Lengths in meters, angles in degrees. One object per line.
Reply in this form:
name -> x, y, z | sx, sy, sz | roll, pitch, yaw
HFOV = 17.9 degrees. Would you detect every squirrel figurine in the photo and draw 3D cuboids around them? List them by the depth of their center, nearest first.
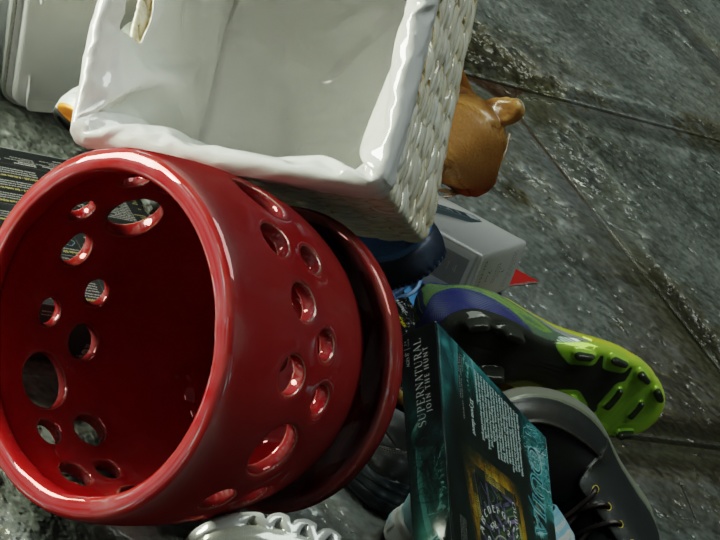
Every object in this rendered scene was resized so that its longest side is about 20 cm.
squirrel figurine -> 0.035, -0.145, 1.696 | 0.187, 0.141, 0.201 | 52, -15, 45

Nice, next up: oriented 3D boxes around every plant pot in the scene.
plant pot -> -0.089, 0.040, 1.272 | 0.182, 0.201, 0.201 | 6, 36, -52

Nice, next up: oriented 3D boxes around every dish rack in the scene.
dish rack -> -0.160, -0.160, 1.534 | 0.170, 0.200, 0.044 | 3, 60, -12

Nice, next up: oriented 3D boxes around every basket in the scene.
basket -> -0.038, -0.135, 1.353 | 0.198, 0.200, 0.161 | 10, -10, 17

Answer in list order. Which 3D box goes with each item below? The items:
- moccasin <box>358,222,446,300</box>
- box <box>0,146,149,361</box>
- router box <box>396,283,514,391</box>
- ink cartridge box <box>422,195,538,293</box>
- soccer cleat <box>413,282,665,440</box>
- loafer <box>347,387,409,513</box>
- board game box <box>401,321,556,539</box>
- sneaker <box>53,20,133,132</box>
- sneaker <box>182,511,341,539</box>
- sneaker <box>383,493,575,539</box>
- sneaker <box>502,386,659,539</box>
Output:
moccasin -> 0.000, 0.000, 1.486 | 0.080, 0.200, 0.069 | -36, 106, -24
box -> -0.205, -0.013, 1.403 | 0.199, 0.044, 0.161 | 9, 35, -42
router box -> 0.074, 0.080, 1.563 | 0.148, 0.051, 0.200 | 13, 31, -38
ink cartridge box -> 0.029, -0.046, 1.674 | 0.199, 0.045, 0.176 | 29, 16, 18
soccer cleat -> 0.122, 0.054, 1.530 | 0.199, 0.065, 0.084 | 21, 19, -29
loafer -> -0.018, 0.063, 1.461 | 0.200, 0.073, 0.073 | 42, 28, 19
board game box -> 0.071, 0.145, 1.282 | 0.135, 0.028, 0.201 | 47, 30, -40
sneaker -> -0.114, -0.090, 1.528 | 0.075, 0.092, 0.200 | 28, -9, 37
sneaker -> -0.012, 0.200, 1.238 | 0.199, 0.075, 0.081 | 29, 34, -9
sneaker -> 0.110, 0.190, 1.382 | 0.199, 0.082, 0.074 | 36, 26, 3
sneaker -> 0.144, 0.157, 1.436 | 0.200, 0.075, 0.107 | 43, 19, -39
